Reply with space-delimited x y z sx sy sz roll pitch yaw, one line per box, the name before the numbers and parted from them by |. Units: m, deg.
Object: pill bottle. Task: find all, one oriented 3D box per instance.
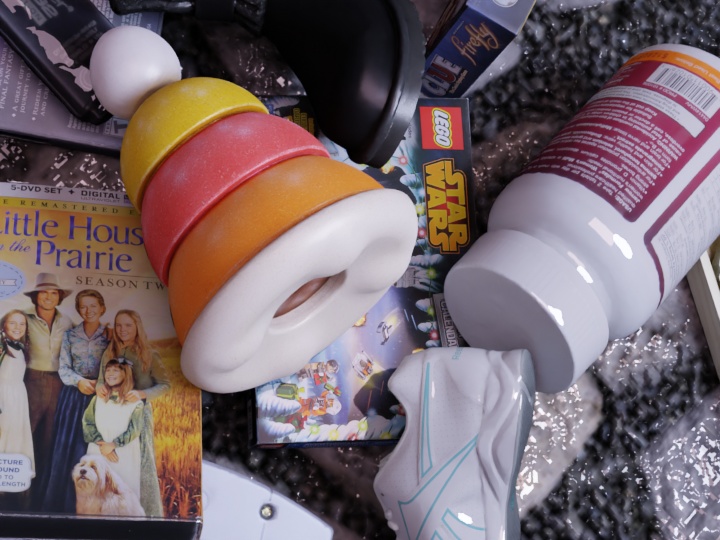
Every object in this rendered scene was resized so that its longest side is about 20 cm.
pill bottle | 0.141 -0.031 0.852 0.110 0.110 0.200 46 63 -1

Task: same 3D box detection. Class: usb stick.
usb stick | -0.200 -0.168 0.842 0.200 0.033 0.055 48 64 0

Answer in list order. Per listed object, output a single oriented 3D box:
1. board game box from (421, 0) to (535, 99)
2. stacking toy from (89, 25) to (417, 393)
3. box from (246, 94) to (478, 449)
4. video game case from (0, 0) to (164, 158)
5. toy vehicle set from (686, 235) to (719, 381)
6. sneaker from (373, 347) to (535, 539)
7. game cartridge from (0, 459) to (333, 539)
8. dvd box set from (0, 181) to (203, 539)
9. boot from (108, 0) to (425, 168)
board game box | 0.100 -0.205 0.879 0.034 0.135 0.201 29 74 -5
stacking toy | -0.077 -0.050 0.790 0.145 0.146 0.201 -33 70 -16
box | 0.000 0.000 0.867 0.135 0.040 0.202 -1 79 -13
video game case | -0.214 -0.150 0.861 0.198 0.019 0.144 10 77 -9
toy vehicle set | 0.282 0.055 0.925 0.123 0.027 0.202 -15 83 -15
sneaker | 0.049 0.134 0.823 0.079 0.070 0.203 7 105 12
game cartridge | -0.118 0.162 0.801 0.198 0.041 0.135 17 73 -17
dvd box set | -0.155 0.044 0.790 0.145 0.029 0.202 5 55 -13
boot | -0.059 -0.146 0.824 0.156 0.080 0.212 8 42 -24
